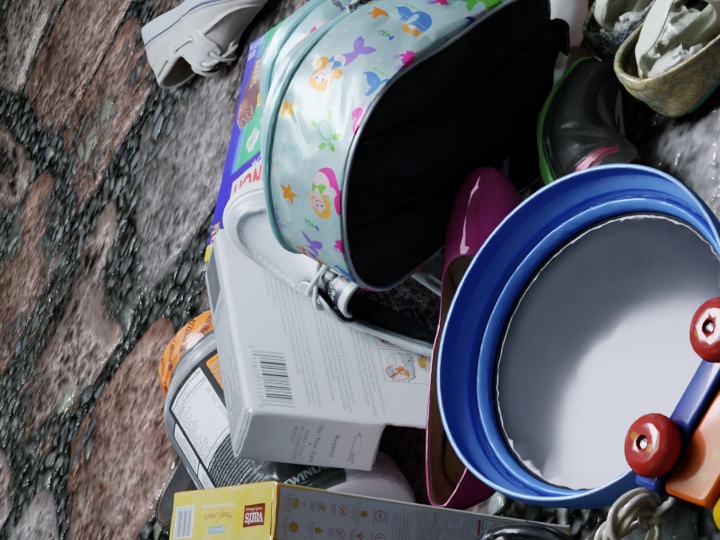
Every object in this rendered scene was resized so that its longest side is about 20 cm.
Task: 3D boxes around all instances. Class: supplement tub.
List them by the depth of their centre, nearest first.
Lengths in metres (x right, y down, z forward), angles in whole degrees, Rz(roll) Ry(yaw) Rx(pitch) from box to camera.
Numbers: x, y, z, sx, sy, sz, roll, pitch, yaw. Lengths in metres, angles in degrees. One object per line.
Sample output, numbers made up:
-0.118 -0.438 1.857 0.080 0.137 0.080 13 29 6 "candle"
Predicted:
-0.055 0.119 1.720 0.123 0.122 0.200 -57 43 23 "supplement tub"

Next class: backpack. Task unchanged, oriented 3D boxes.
0.020 -0.093 1.597 0.200 0.150 0.178 -42 -36 -36 "backpack"

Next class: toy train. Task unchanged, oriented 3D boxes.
0.193 0.120 1.320 0.201 0.084 0.116 -62 38 13 "toy train"

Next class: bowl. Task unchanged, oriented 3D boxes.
0.132 0.039 1.443 0.200 0.039 0.202 -22 56 35 "bowl"

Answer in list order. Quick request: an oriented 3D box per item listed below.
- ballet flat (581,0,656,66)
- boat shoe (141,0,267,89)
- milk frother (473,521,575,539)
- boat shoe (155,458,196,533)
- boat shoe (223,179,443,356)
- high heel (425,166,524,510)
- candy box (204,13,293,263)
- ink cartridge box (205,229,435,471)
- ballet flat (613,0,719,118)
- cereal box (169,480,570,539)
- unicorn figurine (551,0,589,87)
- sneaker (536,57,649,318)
0.198 -0.213 1.592 0.201 0.072 0.072 -60 25 17 "ballet flat"
-0.134 -0.211 2.309 0.200 0.071 0.070 -23 77 53 "boat shoe"
0.035 0.251 1.398 0.200 0.179 0.189 122 159 -44 "milk frother"
-0.114 0.111 1.967 0.201 0.073 0.075 -60 25 17 "boat shoe"
0.000 0.001 1.661 0.072 0.200 0.070 -58 -10 -64 "boat shoe"
0.069 0.043 1.542 0.067 0.096 0.201 1 105 26 "high heel"
-0.037 -0.104 1.984 0.169 0.077 0.201 -28 47 55 "candy box"
-0.006 0.053 1.687 0.200 0.172 0.044 -104 26 -53 "ink cartridge box"
0.220 -0.164 1.508 0.200 0.070 0.071 -46 32 40 "ballet flat"
0.005 0.158 1.522 0.144 0.199 0.040 -15 67 60 "cereal box"
0.121 -0.157 1.707 0.201 0.074 0.137 -56 -2 -13 "unicorn figurine"
0.155 -0.045 1.557 0.083 0.077 0.201 -25 49 34 "sneaker"
